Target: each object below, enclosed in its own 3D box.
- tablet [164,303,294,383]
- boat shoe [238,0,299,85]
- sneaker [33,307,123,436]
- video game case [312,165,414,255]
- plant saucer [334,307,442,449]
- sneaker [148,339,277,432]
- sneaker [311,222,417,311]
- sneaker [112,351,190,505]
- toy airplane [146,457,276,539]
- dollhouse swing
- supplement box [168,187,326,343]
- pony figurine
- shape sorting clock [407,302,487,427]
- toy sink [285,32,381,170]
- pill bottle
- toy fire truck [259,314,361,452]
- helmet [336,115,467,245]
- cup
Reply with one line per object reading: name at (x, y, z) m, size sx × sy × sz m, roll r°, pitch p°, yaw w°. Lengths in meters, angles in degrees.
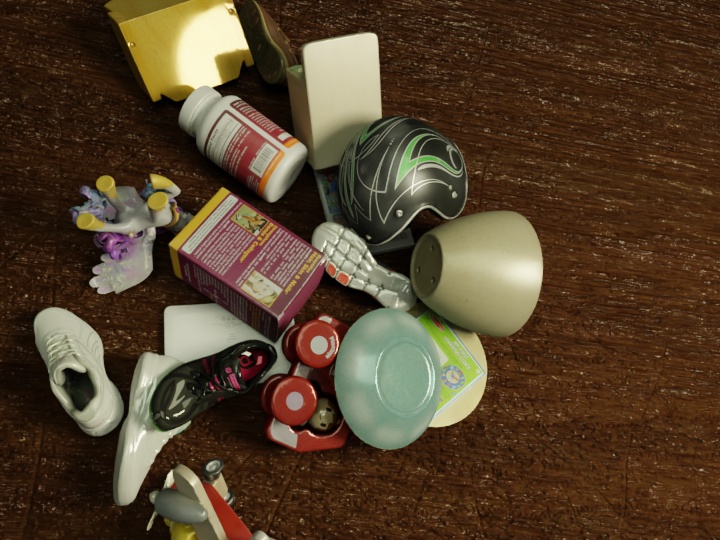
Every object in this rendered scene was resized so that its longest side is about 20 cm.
tablet at (-0.198, 0.112, 0.869) m, size 0.197 × 0.014 × 0.132 m, roll -3°, pitch 71°, yaw -14°
boat shoe at (-0.170, -0.421, 1.054) m, size 0.067 × 0.072 × 0.202 m, roll -1°, pitch 57°, yaw -49°
sneaker at (-0.391, 0.124, 0.767) m, size 0.077 × 0.100 × 0.201 m, roll -33°, pitch 73°, yaw -18°
video game case at (0.002, -0.123, 1.001) m, size 0.141 × 0.018 × 0.203 m, roll -11°, pitch 73°, yaw -16°
plant saucer at (0.055, 0.154, 0.813) m, size 0.199 × 0.039 × 0.204 m, roll 7°, pitch 78°, yaw -34°
sneaker at (-0.200, 0.148, 0.780) m, size 0.199 × 0.083 × 0.077 m, roll -32°, pitch 96°, yaw -35°
sneaker at (0.000, 0.000, 0.922) m, size 0.199 × 0.082 × 0.077 m, roll 40°, pitch 87°, yaw -7°
sneaker at (-0.282, 0.220, 0.780) m, size 0.088 × 0.075 × 0.203 m, roll 17°, pitch 72°, yaw -28°
toy airplane at (-0.186, 0.337, 0.686) m, size 0.140 × 0.199 × 0.201 m, roll -27°, pitch 79°, yaw -31°
dollhouse swing at (-0.338, -0.422, 1.027) m, size 0.199 × 0.175 × 0.184 m, roll -30°, pitch 120°, yaw -22°
supplement box at (-0.171, -0.008, 0.863) m, size 0.199 × 0.103 × 0.131 m, roll 34°, pitch 61°, yaw 6°
pony figurine at (-0.334, -0.070, 0.830) m, size 0.190 × 0.200 × 0.169 m, roll -16°, pitch 80°, yaw -2°
shape sorting clock at (0.111, 0.150, 0.911) m, size 0.197 × 0.039 × 0.203 m, roll 4°, pitch 69°, yaw -9°
toy sink at (-0.046, -0.294, 0.948) m, size 0.129 × 0.202 × 0.112 m, roll -18°, pitch 36°, yaw -18°
pill bottle at (-0.196, -0.214, 0.938) m, size 0.199 × 0.113 × 0.113 m, roll 37°, pitch 66°, yaw 2°
toy fire truck at (-0.047, 0.170, 0.827) m, size 0.166 × 0.112 × 0.202 m, roll 26°, pitch 74°, yaw -13°
helmet at (0.054, -0.142, 0.900) m, size 0.189 × 0.200 × 0.203 m, roll -3°, pitch 69°, yaw -33°
cup at (0.161, 0.000, 0.878) m, size 0.141 × 0.200 × 0.203 m, roll 5°, pitch 68°, yaw -23°
